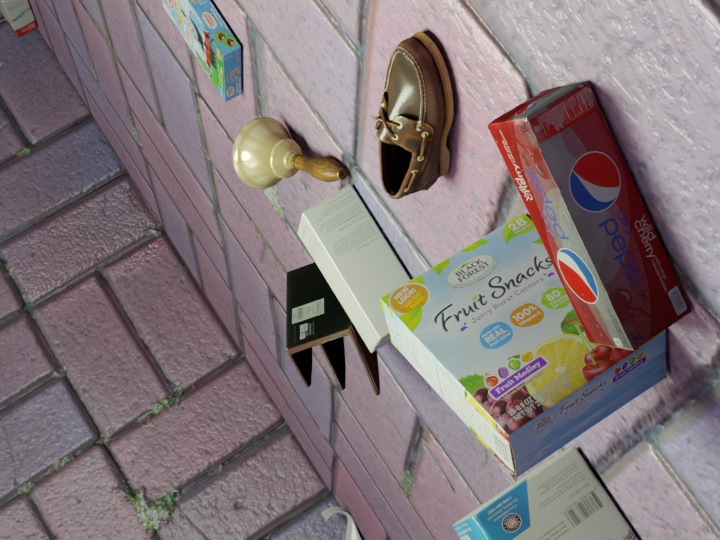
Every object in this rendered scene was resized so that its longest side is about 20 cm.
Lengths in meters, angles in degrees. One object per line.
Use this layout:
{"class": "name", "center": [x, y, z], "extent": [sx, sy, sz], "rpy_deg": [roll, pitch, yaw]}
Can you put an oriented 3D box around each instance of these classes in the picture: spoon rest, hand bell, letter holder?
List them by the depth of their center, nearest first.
{"class": "hand bell", "center": [-0.084, -0.150, 1.552], "extent": [0.199, 0.104, 0.105], "rpy_deg": [20, 140, 51]}
{"class": "letter holder", "center": [-0.039, 0.095, 1.664], "extent": [0.201, 0.100, 0.143], "rpy_deg": [-95, -16, -57]}
{"class": "spoon rest", "center": [-0.030, 0.738, 3.172], "extent": [0.200, 0.061, 0.099], "rpy_deg": [52, 172, -28]}

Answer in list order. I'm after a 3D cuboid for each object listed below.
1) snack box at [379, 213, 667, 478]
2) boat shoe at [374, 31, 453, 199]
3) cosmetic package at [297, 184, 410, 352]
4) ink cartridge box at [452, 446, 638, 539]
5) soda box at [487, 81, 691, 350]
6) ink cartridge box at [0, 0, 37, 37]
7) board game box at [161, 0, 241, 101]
{"class": "snack box", "center": [0.139, 0.058, 0.983], "extent": [0.200, 0.168, 0.068], "rpy_deg": [44, 159, 44]}
{"class": "boat shoe", "center": [0.049, -0.143, 1.100], "extent": [0.071, 0.070, 0.201], "rpy_deg": [51, 162, 33]}
{"class": "cosmetic package", "center": [0.000, 0.000, 1.517], "extent": [0.201, 0.084, 0.108], "rpy_deg": [57, 166, 6]}
{"class": "ink cartridge box", "center": [0.226, 0.333, 1.273], "extent": [0.201, 0.146, 0.145], "rpy_deg": [57, 166, 12]}
{"class": "soda box", "center": [0.178, -0.041, 0.869], "extent": [0.201, 0.063, 0.070], "rpy_deg": [63, 165, -11]}
{"class": "ink cartridge box", "center": [-1.158, -0.897, 3.712], "extent": [0.146, 0.082, 0.200], "rpy_deg": [56, 165, 16]}
{"class": "board game box", "center": [-0.246, -0.377, 1.712], "extent": [0.201, 0.036, 0.151], "rpy_deg": [58, 166, 13]}
